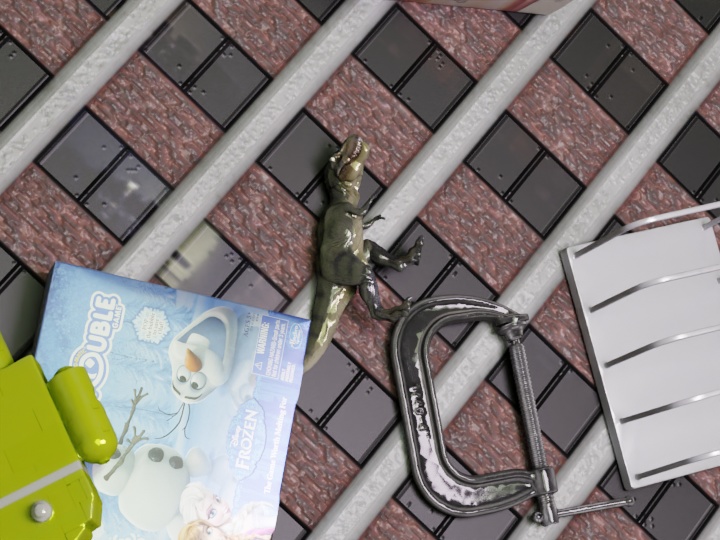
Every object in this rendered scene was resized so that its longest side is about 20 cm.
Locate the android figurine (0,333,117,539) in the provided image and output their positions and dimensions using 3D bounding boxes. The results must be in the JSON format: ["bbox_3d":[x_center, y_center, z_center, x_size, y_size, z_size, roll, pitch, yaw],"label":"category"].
[{"bbox_3d":[-0.258,0.142,1.578,0.181,0.041,0.201,-25,71,-2],"label":"android figurine"}]

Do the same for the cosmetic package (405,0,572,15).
[{"bbox_3d":[0.079,-0.265,1.801,0.199,0.103,0.088,2,79,-18],"label":"cosmetic package"}]

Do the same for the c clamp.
[{"bbox_3d":[0.109,0.110,1.770,0.170,0.027,0.201,-14,85,-18],"label":"c clamp"}]

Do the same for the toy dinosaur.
[{"bbox_3d":[0.000,0.000,1.741,0.088,0.047,0.201,11,76,1],"label":"toy dinosaur"}]

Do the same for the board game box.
[{"bbox_3d":[-0.150,0.113,1.650,0.198,0.043,0.201,13,74,-11],"label":"board game box"}]

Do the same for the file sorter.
[{"bbox_3d":[0.268,0.055,1.786,0.138,0.124,0.201,-12,83,-22],"label":"file sorter"}]
